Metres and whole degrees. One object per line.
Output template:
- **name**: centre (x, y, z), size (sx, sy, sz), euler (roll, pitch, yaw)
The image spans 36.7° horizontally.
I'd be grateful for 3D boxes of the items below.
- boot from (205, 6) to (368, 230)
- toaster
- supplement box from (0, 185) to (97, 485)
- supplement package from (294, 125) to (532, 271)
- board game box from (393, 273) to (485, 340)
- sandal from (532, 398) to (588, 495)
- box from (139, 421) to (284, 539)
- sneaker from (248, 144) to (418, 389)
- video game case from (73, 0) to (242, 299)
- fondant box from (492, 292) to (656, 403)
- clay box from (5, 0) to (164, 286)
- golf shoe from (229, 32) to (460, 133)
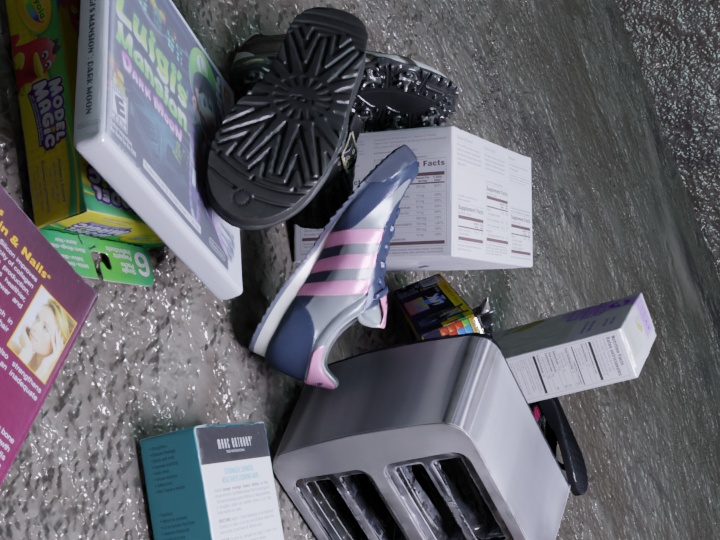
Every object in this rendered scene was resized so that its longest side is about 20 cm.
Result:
- **boot**: centre (-0.050, -0.076, 0.815), size (0.158, 0.079, 0.211), euler (104, 11, -54)
- **toaster**: centre (0.049, 0.148, 0.860), size (0.200, 0.181, 0.119), euler (61, 30, -25)
- **supplement box**: centre (-0.218, 0.051, 0.502), size (0.110, 0.086, 0.200), euler (55, 32, -32)
- **supplement package**: centre (0.053, -0.059, 0.999), size (0.200, 0.155, 0.111), euler (6, 83, -62)
- **board game box**: centre (0.094, 0.103, 1.027), size (0.200, 0.057, 0.166), euler (-117, -174, -80)
- **sandal**: centre (0.237, 0.197, 1.369), size (0.075, 0.045, 0.200), euler (45, 23, -53)
- **box**: centre (-0.087, 0.203, 0.711), size (0.082, 0.049, 0.200), euler (10, 66, -61)
- **sneaker**: centre (0.000, 0.000, 0.844), size (0.082, 0.200, 0.070), euler (35, 2, 5)
- **video game case**: centre (-0.127, -0.103, 0.718), size (0.200, 0.023, 0.182), euler (56, 24, -57)
- **fondant box**: centre (0.210, 0.092, 1.187), size (0.144, 0.200, 0.058), euler (-32, 104, -64)
- **clay box**: centre (-0.170, -0.094, 0.721), size (0.115, 0.048, 0.200), euler (11, 64, -63)
- **golf shoe**: centre (-0.012, -0.174, 0.941), size (0.095, 0.199, 0.078), euler (-94, -165, -44)
